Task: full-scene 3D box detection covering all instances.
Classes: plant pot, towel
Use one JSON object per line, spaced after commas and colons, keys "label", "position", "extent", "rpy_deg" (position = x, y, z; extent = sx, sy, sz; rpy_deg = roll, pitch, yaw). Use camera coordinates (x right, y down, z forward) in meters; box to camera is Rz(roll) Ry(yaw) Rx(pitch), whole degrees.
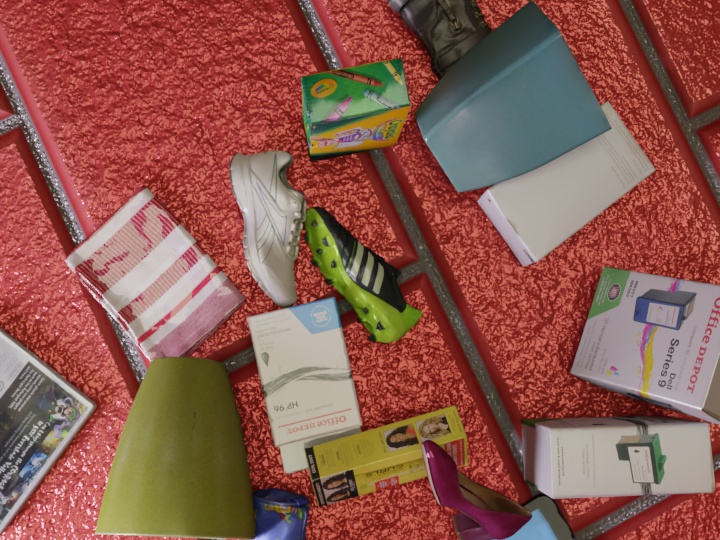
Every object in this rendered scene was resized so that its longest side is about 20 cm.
{"label": "plant pot", "position": [-0.210, 0.211, 1.138], "extent": [0.183, 0.187, 0.205], "rpy_deg": [3, 74, -3]}
{"label": "towel", "position": [-0.261, 0.012, 1.216], "extent": [0.144, 0.023, 0.200], "rpy_deg": [-42, 89, -6]}
{"label": "plant pot", "position": [0.175, -0.199, 1.181], "extent": [0.198, 0.142, 0.142], "rpy_deg": [-33, 117, 13]}

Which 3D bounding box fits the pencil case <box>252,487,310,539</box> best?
{"label": "pencil case", "position": [-0.099, 0.371, 1.170], "extent": [0.085, 0.078, 0.205], "rpy_deg": [-1, 86, 26]}

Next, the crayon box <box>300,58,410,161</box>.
{"label": "crayon box", "position": [-0.010, -0.189, 1.155], "extent": [0.116, 0.200, 0.060], "rpy_deg": [-12, 85, -4]}

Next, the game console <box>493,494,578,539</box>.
{"label": "game console", "position": [0.205, 0.407, 1.171], "extent": [0.198, 0.172, 0.120], "rpy_deg": [-32, 115, -4]}

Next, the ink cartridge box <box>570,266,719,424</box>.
{"label": "ink cartridge box", "position": [0.369, 0.087, 1.153], "extent": [0.087, 0.198, 0.148], "rpy_deg": [24, 84, -37]}

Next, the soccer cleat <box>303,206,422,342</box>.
{"label": "soccer cleat", "position": [0.000, 0.000, 1.216], "extent": [0.080, 0.068, 0.202], "rpy_deg": [-27, 77, -36]}

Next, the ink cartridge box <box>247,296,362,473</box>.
{"label": "ink cartridge box", "position": [-0.064, 0.145, 1.194], "extent": [0.114, 0.068, 0.204], "rpy_deg": [-13, 87, -4]}

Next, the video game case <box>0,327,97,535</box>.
{"label": "video game case", "position": [-0.458, 0.194, 1.192], "extent": [0.181, 0.023, 0.201], "rpy_deg": [37, 84, 0]}

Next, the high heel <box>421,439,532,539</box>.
{"label": "high heel", "position": [0.139, 0.257, 1.156], "extent": [0.095, 0.068, 0.202], "rpy_deg": [-23, 132, 6]}

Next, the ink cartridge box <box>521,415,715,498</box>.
{"label": "ink cartridge box", "position": [0.310, 0.225, 1.172], "extent": [0.195, 0.146, 0.086], "rpy_deg": [-2, 85, -4]}

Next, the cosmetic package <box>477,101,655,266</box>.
{"label": "cosmetic package", "position": [0.261, -0.108, 1.226], "extent": [0.198, 0.081, 0.114], "rpy_deg": [-35, 88, -4]}

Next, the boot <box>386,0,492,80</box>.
{"label": "boot", "position": [0.146, -0.331, 1.249], "extent": [0.199, 0.069, 0.175], "rpy_deg": [-38, 94, -1]}

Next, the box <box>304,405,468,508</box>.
{"label": "box", "position": [0.033, 0.231, 1.186], "extent": [0.196, 0.076, 0.051], "rpy_deg": [-15, 49, -6]}

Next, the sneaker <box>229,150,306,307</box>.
{"label": "sneaker", "position": [-0.105, -0.056, 1.197], "extent": [0.085, 0.074, 0.204], "rpy_deg": [-13, 88, 8]}
